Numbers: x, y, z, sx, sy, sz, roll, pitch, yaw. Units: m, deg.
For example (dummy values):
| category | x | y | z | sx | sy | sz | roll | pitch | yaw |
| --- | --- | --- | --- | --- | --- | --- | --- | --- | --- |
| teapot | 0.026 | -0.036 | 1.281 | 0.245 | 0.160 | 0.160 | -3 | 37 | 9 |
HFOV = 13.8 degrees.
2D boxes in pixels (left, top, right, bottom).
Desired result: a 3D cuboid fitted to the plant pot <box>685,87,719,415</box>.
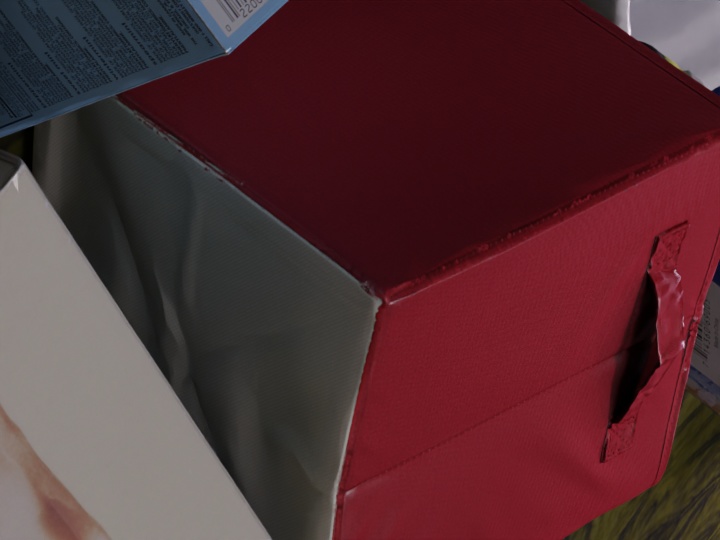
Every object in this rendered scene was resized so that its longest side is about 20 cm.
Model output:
| category | x | y | z | sx | sy | sz | roll | pitch | yaw |
| --- | --- | --- | --- | --- | --- | --- | --- | --- | --- |
| plant pot | 0.213 | -0.033 | 1.382 | 0.180 | 0.200 | 0.200 | -39 | 148 | -21 |

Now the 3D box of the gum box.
| category | x | y | z | sx | sy | sz | roll | pitch | yaw |
| --- | --- | --- | --- | --- | --- | --- | --- | --- | --- |
| gum box | -0.042 | -0.112 | 0.873 | 0.170 | 0.200 | 0.045 | -45 | 107 | -27 |

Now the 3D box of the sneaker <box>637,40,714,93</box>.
| category | x | y | z | sx | sy | sz | roll | pitch | yaw |
| --- | --- | --- | --- | --- | --- | --- | --- | --- | --- |
| sneaker | 0.074 | -0.059 | 1.140 | 0.075 | 0.200 | 0.077 | -47 | 116 | -25 |

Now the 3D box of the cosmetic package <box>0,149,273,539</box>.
| category | x | y | z | sx | sy | sz | roll | pitch | yaw |
| --- | --- | --- | --- | --- | --- | --- | --- | --- | --- |
| cosmetic package | -0.117 | 0.051 | 0.927 | 0.087 | 0.103 | 0.200 | -49 | 133 | -21 |

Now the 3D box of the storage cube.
| category | x | y | z | sx | sy | sz | roll | pitch | yaw |
| --- | --- | --- | --- | --- | --- | --- | --- | --- | --- |
| storage cube | 0.000 | 0.000 | 1.043 | 0.179 | 0.200 | 0.172 | -26 | 140 | -38 |

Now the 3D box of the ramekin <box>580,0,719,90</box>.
| category | x | y | z | sx | sy | sz | roll | pitch | yaw |
| --- | --- | --- | --- | --- | --- | --- | --- | --- | --- |
| ramekin | 0.124 | -0.176 | 1.178 | 0.200 | 0.097 | 0.201 | -41 | 148 | -33 |
